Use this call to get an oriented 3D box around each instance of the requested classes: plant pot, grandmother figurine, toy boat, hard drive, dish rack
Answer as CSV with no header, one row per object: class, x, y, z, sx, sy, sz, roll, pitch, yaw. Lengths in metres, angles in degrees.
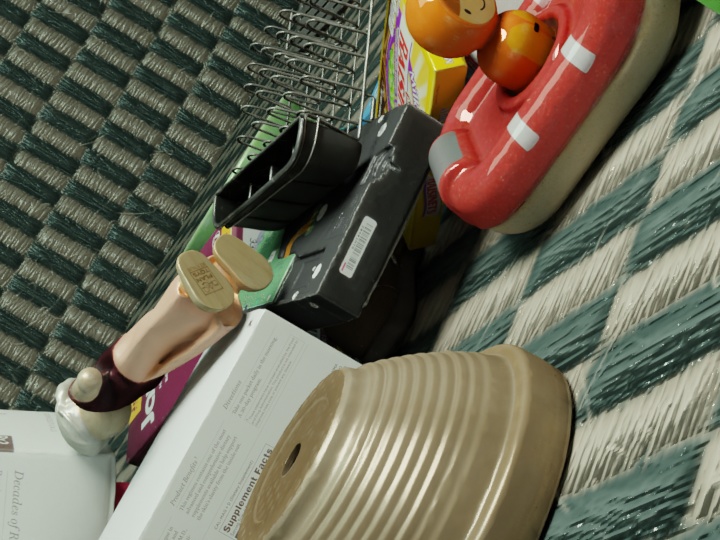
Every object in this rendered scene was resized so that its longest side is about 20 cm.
plant pot,0.006,0.110,0.740,0.201,0.093,0.201,-56,10,15
grandmother figurine,-0.141,0.058,1.017,0.121,0.061,0.200,-16,-22,-47
toy boat,0.085,-0.129,0.888,0.200,0.131,0.131,-56,20,20
hard drive,-0.022,-0.025,1.037,0.140,0.038,0.200,-65,18,-17
dish rack,-0.038,-0.131,1.040,0.153,0.054,0.200,-31,48,59

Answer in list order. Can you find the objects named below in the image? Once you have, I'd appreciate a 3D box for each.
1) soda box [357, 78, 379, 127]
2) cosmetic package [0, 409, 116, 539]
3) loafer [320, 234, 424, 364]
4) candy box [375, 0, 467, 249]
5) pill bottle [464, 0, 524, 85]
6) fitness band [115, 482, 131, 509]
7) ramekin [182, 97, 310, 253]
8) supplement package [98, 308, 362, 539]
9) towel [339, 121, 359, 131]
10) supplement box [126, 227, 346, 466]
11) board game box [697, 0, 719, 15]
soda box,0.073,-0.167,1.268,0.200,0.064,0.068,-43,19,58
cosmetic package,-0.289,0.192,1.133,0.165,0.200,0.165,-161,75,-73
loafer,0.000,0.000,1.121,0.073,0.071,0.200,-56,11,15
candy box,0.037,-0.110,1.058,0.200,0.026,0.102,96,158,-57
pill bottle,0.093,-0.172,1.066,0.109,0.109,0.200,-60,10,-3
fitness band,-0.181,0.249,1.164,0.200,0.037,0.144,-107,23,-52
ramekin,-0.088,-0.070,1.600,0.200,0.098,0.200,-57,4,6
supplement package,-0.078,0.140,0.993,0.200,0.111,0.156,-61,11,-12
towel,-0.032,-0.068,1.419,0.147,0.022,0.200,-27,-22,-51
supplement box,-0.099,0.065,1.237,0.200,0.103,0.131,-49,33,45
board game box,0.223,-0.235,0.856,0.135,0.029,0.200,-54,12,32
